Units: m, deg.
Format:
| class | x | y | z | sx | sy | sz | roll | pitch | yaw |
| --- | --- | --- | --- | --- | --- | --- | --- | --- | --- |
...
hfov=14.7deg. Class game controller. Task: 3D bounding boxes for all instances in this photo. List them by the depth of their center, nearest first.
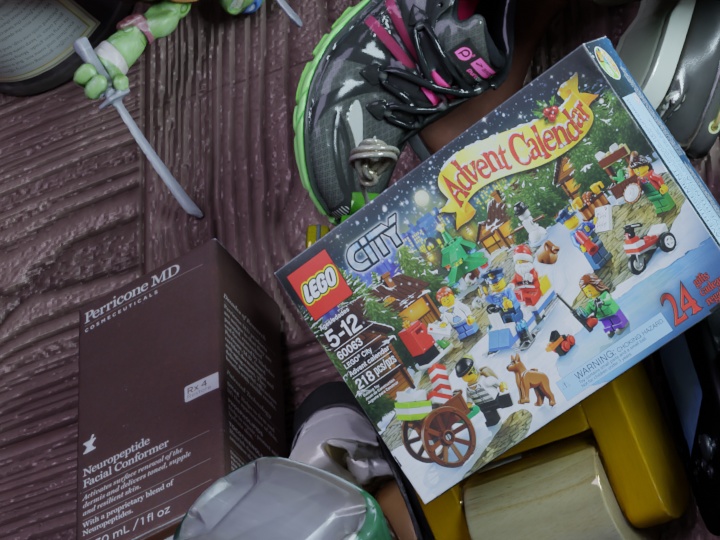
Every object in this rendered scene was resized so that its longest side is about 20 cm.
| class | x | y | z | sx | sy | sz | roll | pitch | yaw |
| --- | --- | --- | --- | --- | --- | --- | --- | --- | --- |
| game controller | 0.162 | 0.030 | 1.390 | 0.042 | 0.105 | 0.201 | -4 | 56 | -13 |

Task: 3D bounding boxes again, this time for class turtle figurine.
| class | x | y | z | sx | sy | sz | roll | pitch | yaw |
| --- | --- | --- | --- | --- | --- | --- | --- | --- | --- |
| turtle figurine | -0.137 | -0.173 | 1.642 | 0.144 | 0.193 | 0.201 | -45 | 31 | 52 |

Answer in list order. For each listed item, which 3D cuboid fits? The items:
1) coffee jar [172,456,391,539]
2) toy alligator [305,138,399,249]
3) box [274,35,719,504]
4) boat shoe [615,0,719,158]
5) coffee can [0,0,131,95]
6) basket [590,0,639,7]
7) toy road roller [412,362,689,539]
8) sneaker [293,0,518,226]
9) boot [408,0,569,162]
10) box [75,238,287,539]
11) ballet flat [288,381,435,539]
| class | x | y | z | sx | sy | sz | roll | pitch | yaw |
| --- | --- | --- | --- | --- | --- | --- | --- | --- | --- |
| coffee jar | -0.014 | 0.192 | 1.362 | 0.104 | 0.201 | 0.085 | 19 | 51 | 40 |
| toy alligator | 0.000 | 0.000 | 1.471 | 0.059 | 0.200 | 0.055 | 3 | 65 | -2 |
| box | 0.073 | 0.002 | 1.328 | 0.200 | 0.038 | 0.137 | -36 | 85 | 25 |
| boat shoe | 0.193 | -0.157 | 1.499 | 0.072 | 0.060 | 0.202 | -9 | 55 | 65 |
| coffee can | -0.253 | -0.221 | 1.756 | 0.146 | 0.200 | 0.147 | -16 | 57 | 27 |
| basket | 0.193 | -0.217 | 1.394 | 0.199 | 0.181 | 0.136 | -20 | 22 | 26 |
| toy road roller | 0.093 | 0.052 | 1.432 | 0.122 | 0.146 | 0.201 | -20 | 92 | 26 |
| sneaker | 0.032 | -0.114 | 1.486 | 0.084 | 0.077 | 0.201 | 25 | 86 | 47 |
| boot | 0.112 | -0.145 | 1.533 | 0.199 | 0.068 | 0.189 | -32 | 37 | 29 |
| box | -0.098 | 0.088 | 1.532 | 0.100 | 0.075 | 0.201 | -27 | 38 | 18 |
| ballet flat | 0.003 | 0.122 | 1.470 | 0.068 | 0.068 | 0.200 | -40 | 49 | 11 |
